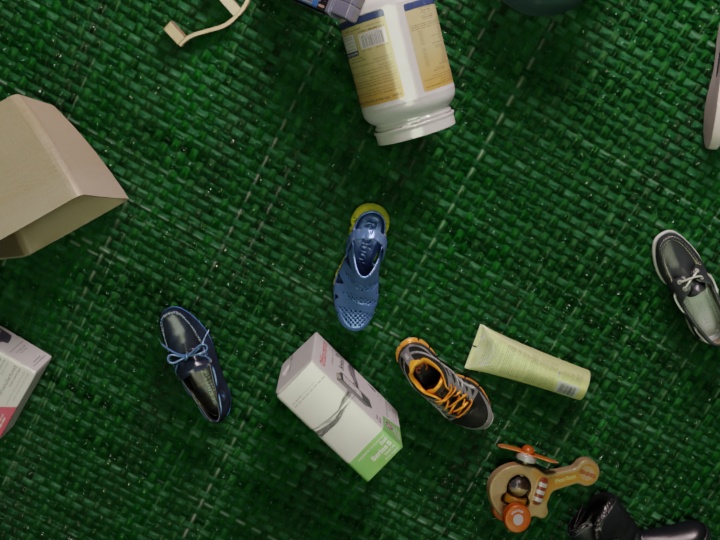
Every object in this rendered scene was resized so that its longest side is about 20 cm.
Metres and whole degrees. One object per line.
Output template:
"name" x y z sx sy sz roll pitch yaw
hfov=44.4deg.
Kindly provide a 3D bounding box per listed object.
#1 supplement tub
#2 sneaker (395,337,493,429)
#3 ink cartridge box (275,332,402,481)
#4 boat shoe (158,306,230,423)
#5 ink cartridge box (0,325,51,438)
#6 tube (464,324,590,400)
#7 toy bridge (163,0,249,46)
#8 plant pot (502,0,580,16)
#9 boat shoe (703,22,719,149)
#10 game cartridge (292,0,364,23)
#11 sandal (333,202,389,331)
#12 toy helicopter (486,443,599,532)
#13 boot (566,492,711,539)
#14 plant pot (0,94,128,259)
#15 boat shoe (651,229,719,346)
"supplement tub" 0.057 -0.296 1.281 0.142 0.145 0.204 -15 102 3
"sneaker" 0.136 0.195 1.427 0.199 0.077 0.079 39 98 -10
"ink cartridge box" -0.032 0.211 1.393 0.084 0.146 0.200 -44 100 9
"boat shoe" -0.260 0.151 1.417 0.083 0.069 0.202 -30 101 6
"ink cartridge box" -0.623 0.156 1.408 0.198 0.084 0.146 32 100 -7
"tube" 0.274 0.154 1.437 0.196 0.052 0.059 18 61 -1
"toy bridge" -0.202 -0.407 1.314 0.200 0.027 0.067 -43 102 8
"plant pot" 0.275 -0.466 1.237 0.196 0.161 0.205 0 103 -1
"boat shoe" 0.577 -0.281 1.323 0.091 0.075 0.204 7 102 6
"game cartridge" -0.056 -0.436 1.242 0.199 0.038 0.131 33 101 38
"sandal" 0.000 0.000 1.378 0.078 0.087 0.204 6 104 -4
"toy helicopter" 0.304 0.345 1.475 0.196 0.079 0.135 -12 94 -9
"boot" 0.466 0.439 1.483 0.199 0.077 0.169 -35 104 13
"plant pot" -0.495 -0.141 1.298 0.197 0.200 0.179 -28 90 6
"boat shoe" 0.530 0.029 1.400 0.075 0.060 0.202 -33 101 7
